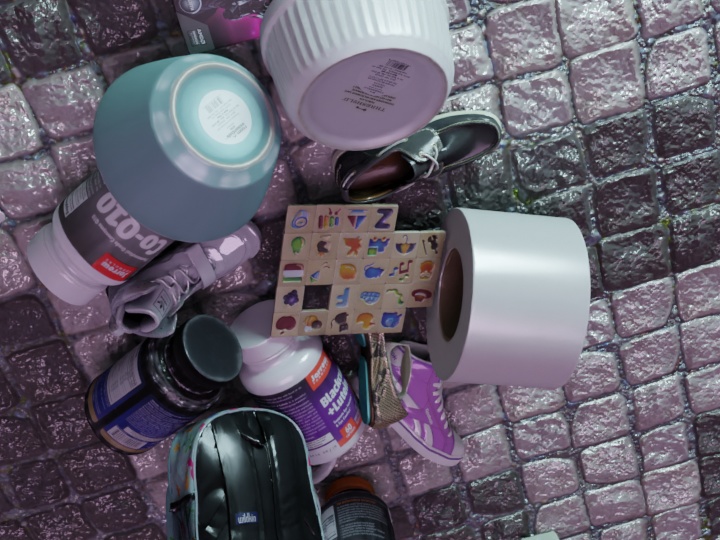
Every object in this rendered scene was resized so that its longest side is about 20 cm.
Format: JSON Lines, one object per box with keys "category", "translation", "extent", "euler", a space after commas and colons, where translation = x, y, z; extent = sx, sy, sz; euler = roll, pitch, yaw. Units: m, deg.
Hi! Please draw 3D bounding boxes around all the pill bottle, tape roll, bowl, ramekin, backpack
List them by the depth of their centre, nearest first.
{"category": "bowl", "translation": [-0.161, -0.139, 1.262], "extent": [0.200, 0.202, 0.105], "euler": [25, 153, -23]}
{"category": "ramekin", "translation": [0.002, -0.212, 1.265], "extent": [0.199, 0.106, 0.201], "euler": [-10, 149, -6]}
{"category": "pill bottle", "translation": [-0.265, -0.056, 1.367], "extent": [0.200, 0.114, 0.114], "euler": [-38, 121, 17]}
{"category": "tape roll", "translation": [0.167, 0.033, 1.438], "extent": [0.138, 0.203, 0.204], "euler": [4, 123, -11]}
{"category": "backpack", "translation": [-0.143, 0.266, 1.457], "extent": [0.177, 0.201, 0.150], "euler": [1, 167, -35]}
{"category": "pill bottle", "translation": [-0.231, 0.133, 1.468], "extent": [0.112, 0.112, 0.200], "euler": [34, 132, -26]}
{"category": "pill bottle", "translation": [-0.081, 0.135, 1.523], "extent": [0.111, 0.112, 0.201], "euler": [-25, 124, 8]}
{"category": "pill bottle", "translation": [-0.005, 0.365, 1.634], "extent": [0.105, 0.200, 0.107], "euler": [-3, 125, -5]}

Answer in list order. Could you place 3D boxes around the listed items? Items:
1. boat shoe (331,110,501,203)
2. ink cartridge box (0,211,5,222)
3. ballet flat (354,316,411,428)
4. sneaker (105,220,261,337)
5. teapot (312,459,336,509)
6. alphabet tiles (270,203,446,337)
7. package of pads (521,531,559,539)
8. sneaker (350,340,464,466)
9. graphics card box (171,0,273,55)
{"category": "boat shoe", "translation": [0.068, -0.124, 1.401], "extent": [0.199, 0.068, 0.072], "euler": [-17, 123, 1]}
{"category": "ink cartridge box", "translation": [-0.498, -0.077, 1.346], "extent": [0.116, 0.068, 0.200], "euler": [-34, 122, 15]}
{"category": "ballet flat", "translation": [0.023, 0.093, 1.521], "extent": [0.075, 0.068, 0.201], "euler": [-13, 101, -13]}
{"category": "sneaker", "translation": [-0.204, 0.013, 1.419], "extent": [0.199, 0.115, 0.075], "euler": [-23, 120, 7]}
{"category": "teapot", "translation": [-0.123, 0.326, 1.625], "extent": [0.199, 0.199, 0.146], "euler": [-16, 159, 25]}
{"category": "alphabet tiles", "translation": [0.000, 0.000, 1.431], "extent": [0.199, 0.008, 0.168], "euler": [-1, 118, -22]}
{"category": "package of pads", "translation": [0.285, 0.500, 1.767], "extent": [0.068, 0.200, 0.155], "euler": [-11, 125, -6]}
{"category": "sneaker", "translation": [0.093, 0.169, 1.598], "extent": [0.114, 0.073, 0.200], "euler": [-40, 120, 14]}
{"category": "graphics card box", "translation": [-0.099, -0.306, 1.263], "extent": [0.199, 0.051, 0.126], "euler": [-13, 125, 2]}
